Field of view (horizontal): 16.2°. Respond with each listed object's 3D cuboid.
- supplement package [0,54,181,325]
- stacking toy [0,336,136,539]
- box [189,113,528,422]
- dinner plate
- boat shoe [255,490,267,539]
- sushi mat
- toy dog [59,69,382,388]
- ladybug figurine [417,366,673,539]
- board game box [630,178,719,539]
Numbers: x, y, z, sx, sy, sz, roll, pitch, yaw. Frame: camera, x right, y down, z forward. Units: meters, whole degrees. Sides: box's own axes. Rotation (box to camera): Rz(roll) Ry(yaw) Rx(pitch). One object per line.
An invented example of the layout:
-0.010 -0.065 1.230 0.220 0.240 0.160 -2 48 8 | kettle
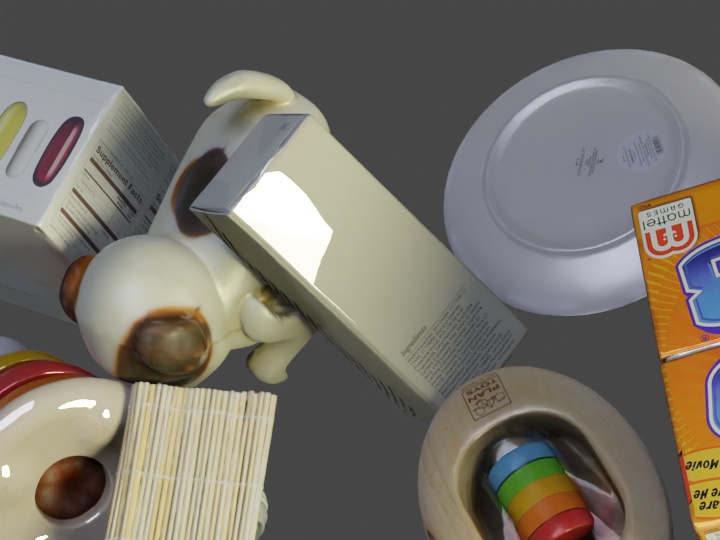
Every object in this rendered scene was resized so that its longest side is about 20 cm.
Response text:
-0.225 -0.056 1.678 0.200 0.156 0.111 16 66 32 | supplement package
-0.208 0.101 1.613 0.146 0.146 0.200 -40 33 -4 | stacking toy
0.000 0.000 1.511 0.082 0.200 0.068 -50 21 -14 | box
0.144 -0.062 1.601 0.200 0.024 0.201 -11 56 17 | dinner plate
-0.133 0.202 1.527 0.202 0.074 0.065 -36 58 4 | boat shoe
-0.107 0.163 1.477 0.095 0.012 0.201 2 68 16 | sushi mat
-0.085 -0.006 1.567 0.139 0.194 0.200 35 69 27 | toy dog
0.108 0.142 1.452 0.135 0.072 0.200 -27 53 2 | ladybug figurine
0.278 0.068 1.342 0.199 0.200 0.200 -17 54 14 | board game box
